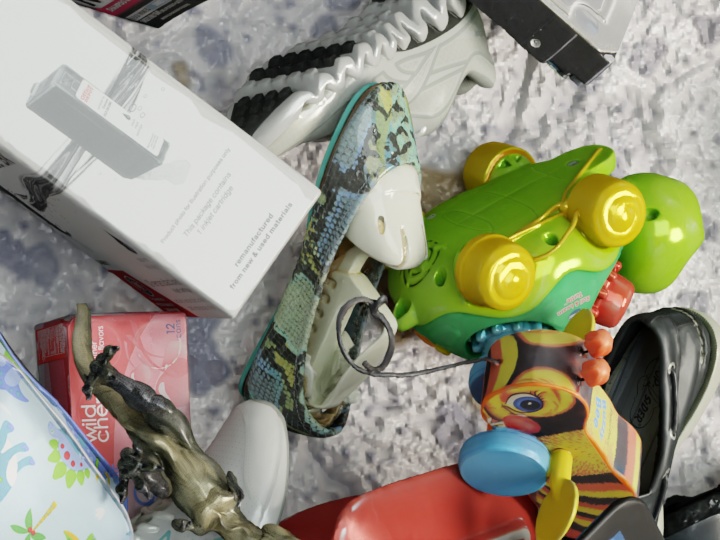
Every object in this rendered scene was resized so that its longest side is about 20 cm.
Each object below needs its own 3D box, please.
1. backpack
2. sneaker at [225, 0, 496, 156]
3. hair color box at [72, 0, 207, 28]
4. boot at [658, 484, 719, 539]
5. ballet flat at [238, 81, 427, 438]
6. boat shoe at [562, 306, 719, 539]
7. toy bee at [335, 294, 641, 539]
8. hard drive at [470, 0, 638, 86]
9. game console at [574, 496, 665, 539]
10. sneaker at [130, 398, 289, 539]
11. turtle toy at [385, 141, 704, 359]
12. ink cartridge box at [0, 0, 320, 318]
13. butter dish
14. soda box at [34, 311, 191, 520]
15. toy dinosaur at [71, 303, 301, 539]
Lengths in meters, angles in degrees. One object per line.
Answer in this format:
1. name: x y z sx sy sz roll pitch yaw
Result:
1. backpack: -0.223 0.123 1.335 0.200 0.147 0.183 -46 122 -20
2. sneaker: 0.007 -0.099 1.535 0.200 0.075 0.081 -35 112 -39
3. hair color box: -0.178 -0.188 1.474 0.199 0.099 0.061 16 80 -19
4. boot: 0.201 0.214 1.588 0.200 0.076 0.168 -36 100 -26
5. ballet flat: 0.000 0.000 1.500 0.074 0.074 0.200 13 112 -19
6. boat shoe: 0.136 0.111 1.551 0.066 0.074 0.200 15 104 -55
7. toy bee: 0.094 0.074 1.424 0.200 0.108 0.131 16 62 -50
8. hard drive: 0.075 -0.208 1.572 0.200 0.038 0.140 41 41 -13
9. game console: 0.130 0.249 1.418 0.171 0.118 0.200 41 73 19
10. sneaker: -0.099 0.149 1.418 0.080 0.070 0.201 29 74 -14
11. turtle toy: 0.102 -0.008 1.553 0.200 0.146 0.101 -27 114 -22
12. ink cartridge box: -0.137 -0.065 1.450 0.200 0.144 0.084 38 79 -13
13. butter dish: -0.007 0.193 1.480 0.200 0.147 0.200 -11 106 -56
14. soda box: -0.126 0.123 1.481 0.070 0.063 0.201 -2 86 -21
15. toy dinosaur: -0.102 0.081 1.377 0.047 0.088 0.200 -44 66 5
